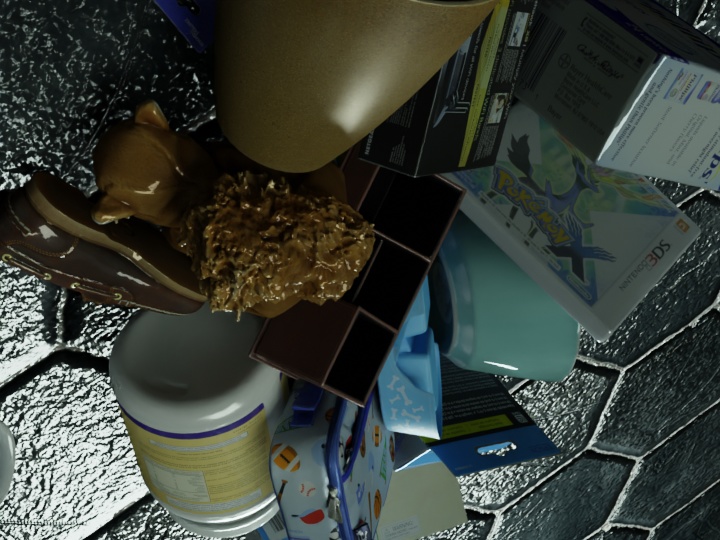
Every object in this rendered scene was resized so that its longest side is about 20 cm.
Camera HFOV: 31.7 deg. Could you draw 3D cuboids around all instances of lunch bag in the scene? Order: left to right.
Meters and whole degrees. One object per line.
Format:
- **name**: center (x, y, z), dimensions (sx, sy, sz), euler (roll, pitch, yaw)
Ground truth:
- **lunch bag**: center (-0.021, 0.152, 1.099), dimensions (0.075, 0.200, 0.161), euler (-2, 122, 12)

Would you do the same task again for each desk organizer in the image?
- **desk organizer**: center (0.000, 0.000, 1.010), dimensions (0.072, 0.077, 0.200), euler (34, 80, -53)

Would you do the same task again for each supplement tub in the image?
- **supplement tub**: center (-0.131, 0.129, 1.110), dimensions (0.145, 0.145, 0.200), euler (-25, 140, -18)

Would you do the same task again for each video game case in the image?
- **video game case**: center (0.182, -0.057, 1.100), dimensions (0.182, 0.200, 0.022), euler (-40, 171, -40)

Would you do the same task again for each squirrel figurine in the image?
- **squirrel figurine**: center (-0.096, -0.047, 0.920), dimensions (0.187, 0.200, 0.142), euler (29, 92, -36)

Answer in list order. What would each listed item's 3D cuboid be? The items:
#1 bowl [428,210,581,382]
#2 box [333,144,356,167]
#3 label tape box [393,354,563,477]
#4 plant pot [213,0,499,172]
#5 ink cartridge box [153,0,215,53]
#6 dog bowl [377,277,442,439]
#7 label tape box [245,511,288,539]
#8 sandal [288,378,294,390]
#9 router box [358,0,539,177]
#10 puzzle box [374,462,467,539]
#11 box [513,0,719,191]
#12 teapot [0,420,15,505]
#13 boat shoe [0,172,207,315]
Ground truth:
- **bowl**: center (0.117, 0.014, 1.179), dimensions (0.105, 0.201, 0.201), euler (-10, 136, -12)
- **box**: center (0.023, -0.130, 1.058), dimensions (0.117, 0.048, 0.200), euler (-34, 141, -7)
- **label tape box**: center (0.080, 0.143, 1.254), dimensions (0.144, 0.200, 0.063), euler (-5, 131, -37)
- **plant pot**: center (-0.023, -0.164, 0.842), dimensions (0.186, 0.187, 0.200), euler (-7, 145, -35)
- **ink cartridge box**: center (-0.056, -0.238, 0.893), dimensions (0.200, 0.037, 0.095), euler (-39, 143, 2)
- **dog bowl**: center (0.039, 0.053, 1.113), dimensions (0.049, 0.112, 0.200), euler (-4, 110, 7)
- **label tape box**: center (-0.054, 0.323, 1.436), dimensions (0.143, 0.066, 0.200), euler (-21, 137, -24)
- **sandal**: center (-0.047, 0.129, 1.245), dimensions (0.200, 0.082, 0.055), euler (-55, 147, 7)
- **router box**: center (0.077, -0.176, 0.963), dimensions (0.157, 0.052, 0.200), euler (-13, 121, -62)
- **puzzle box**: center (0.016, 0.231, 1.362), dimensions (0.200, 0.133, 0.025), euler (-9, 175, -32)
- **box**: center (0.227, -0.166, 1.079), dimensions (0.200, 0.184, 0.105), euler (6, 123, -44)
- **teapot**: center (-0.340, 0.110, 0.916), dimensions (0.146, 0.197, 0.200), euler (-63, -171, -31)
- **boat shoe**: center (-0.199, -0.008, 0.980), dimensions (0.070, 0.070, 0.200), euler (-44, 136, 13)
